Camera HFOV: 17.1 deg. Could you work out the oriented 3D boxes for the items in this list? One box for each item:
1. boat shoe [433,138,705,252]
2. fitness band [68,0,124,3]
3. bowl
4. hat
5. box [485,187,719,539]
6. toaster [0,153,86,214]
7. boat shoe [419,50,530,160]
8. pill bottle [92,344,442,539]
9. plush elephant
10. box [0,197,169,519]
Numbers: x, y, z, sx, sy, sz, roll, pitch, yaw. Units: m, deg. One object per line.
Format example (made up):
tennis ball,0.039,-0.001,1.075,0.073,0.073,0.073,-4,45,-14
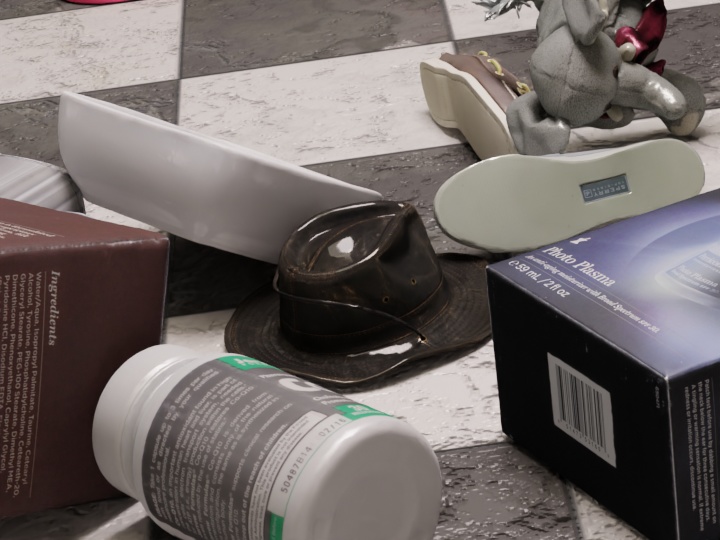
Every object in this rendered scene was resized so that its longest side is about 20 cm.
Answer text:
boat shoe,0.147,-0.050,1.725,0.200,0.070,0.072,-10,-8,-11
fitness band,-0.215,-0.316,2.441,0.199,0.038,0.144,-9,25,0
bowl,-0.109,-0.059,1.730,0.199,0.075,0.200,20,2,39
hat,0.000,0.000,1.633,0.200,0.081,0.201,-7,23,3
box,0.209,0.049,1.415,0.198,0.124,0.200,-18,26,-23
toaster,-0.283,-0.020,1.728,0.199,0.114,0.129,5,25,26
boat shoe,0.105,-0.132,1.905,0.059,0.072,0.200,-16,20,-12
pill bottle,-0.058,0.112,1.368,0.113,0.113,0.200,-27,31,-35
plush elephant,0.183,-0.158,1.784,0.199,0.165,0.155,11,35,-6
box,-0.244,0.050,1.433,0.166,0.165,0.200,12,11,38
